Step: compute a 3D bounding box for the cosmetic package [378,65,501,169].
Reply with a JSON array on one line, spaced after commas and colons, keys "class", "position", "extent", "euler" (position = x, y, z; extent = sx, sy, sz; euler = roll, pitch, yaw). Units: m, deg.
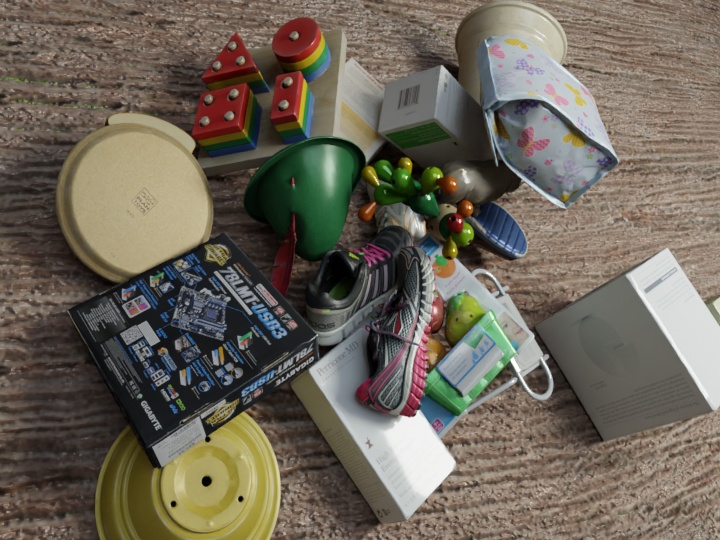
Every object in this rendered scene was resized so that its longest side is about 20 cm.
[{"class": "cosmetic package", "position": [0.128, -0.208, 0.909], "extent": [0.198, 0.106, 0.087], "euler": [26, 67, -45]}]

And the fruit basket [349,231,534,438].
[{"class": "fruit basket", "position": [0.095, 0.078, 0.784], "extent": [0.185, 0.094, 0.200], "euler": [-42, 80, -7]}]

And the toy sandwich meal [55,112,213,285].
[{"class": "toy sandwich meal", "position": [-0.267, -0.082, 0.719], "extent": [0.201, 0.069, 0.212], "euler": [4, 84, -39]}]

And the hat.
[{"class": "hat", "position": [-0.049, -0.030, 0.746], "extent": [0.162, 0.200, 0.180], "euler": [-4, 61, -34]}]

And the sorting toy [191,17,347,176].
[{"class": "sorting toy", "position": [-0.125, -0.241, 0.800], "extent": [0.194, 0.070, 0.204], "euler": [-6, 61, 18]}]

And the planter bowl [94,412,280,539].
[{"class": "planter bowl", "position": [-0.163, 0.219, 0.617], "extent": [0.195, 0.083, 0.206], "euler": [11, 61, -21]}]

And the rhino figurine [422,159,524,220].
[{"class": "rhino figurine", "position": [0.179, -0.125, 0.871], "extent": [0.195, 0.088, 0.061], "euler": [-11, 64, -30]}]

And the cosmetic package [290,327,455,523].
[{"class": "cosmetic package", "position": [0.014, 0.185, 0.733], "extent": [0.101, 0.074, 0.202], "euler": [-32, 84, -35]}]

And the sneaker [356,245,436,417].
[{"class": "sneaker", "position": [0.045, 0.063, 0.712], "extent": [0.072, 0.081, 0.205], "euler": [11, 66, -4]}]

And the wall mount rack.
[{"class": "wall mount rack", "position": [0.177, 0.109, 0.857], "extent": [0.171, 0.075, 0.204], "euler": [-21, 77, -37]}]

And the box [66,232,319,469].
[{"class": "box", "position": [-0.176, 0.069, 0.644], "extent": [0.196, 0.051, 0.200], "euler": [-30, 55, -28]}]

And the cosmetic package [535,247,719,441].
[{"class": "cosmetic package", "position": [0.403, 0.114, 0.889], "extent": [0.121, 0.199, 0.204], "euler": [-22, 77, -33]}]

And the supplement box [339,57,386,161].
[{"class": "supplement box", "position": [-0.030, -0.206, 0.899], "extent": [0.126, 0.074, 0.201], "euler": [41, 55, -3]}]

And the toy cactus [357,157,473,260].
[{"class": "toy cactus", "position": [0.086, -0.069, 0.767], "extent": [0.164, 0.198, 0.104], "euler": [32, 89, -45]}]

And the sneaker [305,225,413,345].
[{"class": "sneaker", "position": [0.000, 0.000, 0.758], "extent": [0.073, 0.089, 0.200], "euler": [28, 58, 32]}]

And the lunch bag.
[{"class": "lunch bag", "position": [0.232, -0.211, 0.826], "extent": [0.197, 0.127, 0.173], "euler": [30, 39, -24]}]

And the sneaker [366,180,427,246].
[{"class": "sneaker", "position": [0.049, -0.047, 0.866], "extent": [0.090, 0.076, 0.204], "euler": [-21, 76, -28]}]

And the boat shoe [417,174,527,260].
[{"class": "boat shoe", "position": [0.166, -0.076, 0.938], "extent": [0.198, 0.073, 0.073], "euler": [37, 53, 1]}]

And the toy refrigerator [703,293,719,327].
[{"class": "toy refrigerator", "position": [0.490, 0.112, 0.935], "extent": [0.069, 0.200, 0.077], "euler": [-20, 76, -32]}]

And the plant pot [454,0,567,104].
[{"class": "plant pot", "position": [0.239, -0.310, 1.036], "extent": [0.196, 0.200, 0.188], "euler": [22, 69, -15]}]
